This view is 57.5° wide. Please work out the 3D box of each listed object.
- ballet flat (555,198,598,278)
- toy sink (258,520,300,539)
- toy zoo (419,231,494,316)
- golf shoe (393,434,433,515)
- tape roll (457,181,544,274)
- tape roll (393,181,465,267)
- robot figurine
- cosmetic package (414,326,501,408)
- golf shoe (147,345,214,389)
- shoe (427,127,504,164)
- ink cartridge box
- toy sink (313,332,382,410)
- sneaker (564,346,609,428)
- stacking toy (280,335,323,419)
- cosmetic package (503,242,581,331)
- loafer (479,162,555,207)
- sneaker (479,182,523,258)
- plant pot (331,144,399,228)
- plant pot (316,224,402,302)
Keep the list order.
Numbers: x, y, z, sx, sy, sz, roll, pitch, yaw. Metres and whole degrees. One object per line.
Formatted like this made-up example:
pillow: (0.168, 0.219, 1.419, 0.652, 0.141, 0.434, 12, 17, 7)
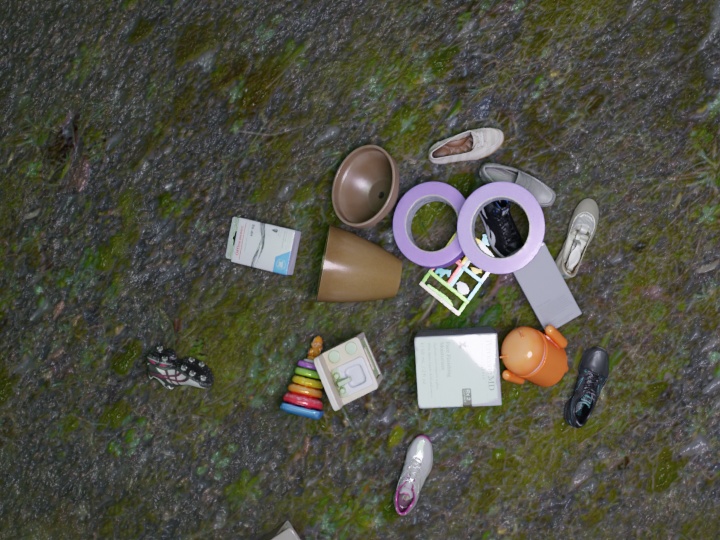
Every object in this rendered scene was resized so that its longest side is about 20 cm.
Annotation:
ballet flat: (0.526, -0.076, 1.578, 0.068, 0.069, 0.206, 20, 93, 8)
toy sink: (-0.203, 0.740, 1.684, 0.198, 0.112, 0.132, -37, 85, 13)
toy zoo: (0.255, -0.007, 1.646, 0.130, 0.020, 0.202, 36, 96, 7)
golf shoe: (0.133, 0.516, 1.637, 0.073, 0.091, 0.206, 16, 92, 10)
tape roll: (0.320, -0.096, 1.495, 0.193, 0.065, 0.208, 1, 92, 17)
tape roll: (0.180, -0.110, 1.615, 0.193, 0.065, 0.208, -1, 86, 16)
robot figurine: (0.408, 0.200, 1.540, 0.142, 0.197, 0.120, -16, 58, 45)
cosmetic package: (0.234, 0.230, 1.578, 0.193, 0.165, 0.171, -4, 90, 9)
golf shoe: (-0.480, 0.276, 1.755, 0.195, 0.077, 0.090, 22, 114, 11)
shoe: (0.261, -0.306, 1.626, 0.194, 0.053, 0.072, -15, 88, 9)
ink cartridge box: (-0.264, -0.066, 1.708, 0.194, 0.067, 0.120, 13, 93, 9)
toy sink: (-0.023, 0.239, 1.597, 0.110, 0.200, 0.134, -25, 86, 9)
sneaker: (0.551, 0.284, 1.571, 0.073, 0.079, 0.206, 18, 92, 9)
stacking toy: (-0.132, 0.268, 1.682, 0.106, 0.116, 0.207, 11, 81, 6)
cosmetic package: (0.434, 0.036, 1.567, 0.100, 0.074, 0.204, -29, 100, 8)
loafer: (0.382, -0.208, 1.598, 0.195, 0.070, 0.072, 21, 94, 9)
sneaker: (0.342, -0.114, 1.578, 0.072, 0.112, 0.204, -29, 85, -9)
plant pot: (0.029, -0.198, 1.627, 0.197, 0.092, 0.208, -12, 70, 37)
plant pot: (0.000, 0.000, 1.622, 0.193, 0.186, 0.193, 11, 92, -4)
